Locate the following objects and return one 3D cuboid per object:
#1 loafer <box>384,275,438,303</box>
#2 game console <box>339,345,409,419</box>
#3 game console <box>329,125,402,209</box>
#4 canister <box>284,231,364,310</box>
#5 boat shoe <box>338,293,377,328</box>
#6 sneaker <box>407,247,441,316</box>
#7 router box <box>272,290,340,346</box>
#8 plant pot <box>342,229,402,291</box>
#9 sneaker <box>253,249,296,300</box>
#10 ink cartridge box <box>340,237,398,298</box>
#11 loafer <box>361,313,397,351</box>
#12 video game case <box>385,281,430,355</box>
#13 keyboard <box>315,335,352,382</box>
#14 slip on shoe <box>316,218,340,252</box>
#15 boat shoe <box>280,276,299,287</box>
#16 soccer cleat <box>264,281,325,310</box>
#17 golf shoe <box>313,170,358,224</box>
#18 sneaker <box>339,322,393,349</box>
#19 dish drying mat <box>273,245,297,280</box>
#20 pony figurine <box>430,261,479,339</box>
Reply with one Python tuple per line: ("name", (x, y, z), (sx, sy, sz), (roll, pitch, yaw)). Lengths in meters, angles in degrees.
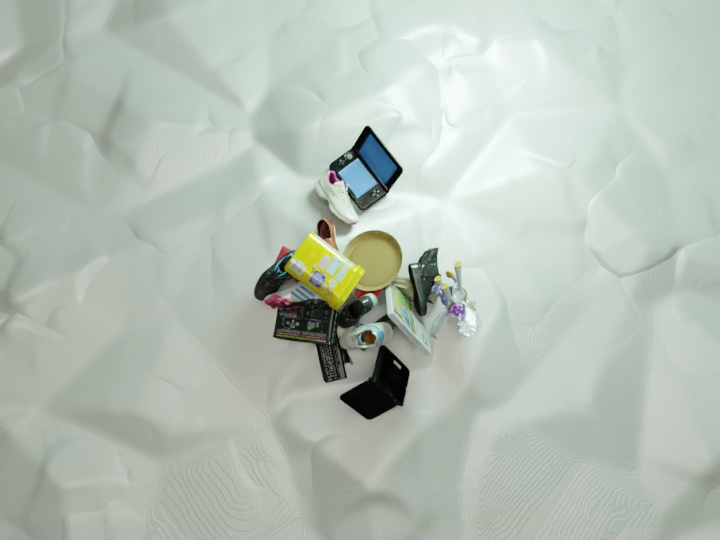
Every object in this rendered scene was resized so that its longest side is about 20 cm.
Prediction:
("loafer", (0.160, 0.064, 1.747), (0.198, 0.076, 0.069), (8, 74, 2))
("game console", (0.048, 0.342, 1.653), (0.115, 0.200, 0.177), (-2, 57, 32))
("game console", (0.014, -0.336, 1.798), (0.175, 0.116, 0.201), (-36, 80, -6))
("canister", (-0.108, -0.002, 1.617), (0.199, 0.087, 0.149), (37, 69, -6))
("boat shoe", (-0.024, 0.128, 1.685), (0.056, 0.200, 0.069), (-18, 74, -41))
("sneaker", (0.210, 0.034, 1.694), (0.103, 0.060, 0.202), (-12, 89, -14))
("router box", (-0.167, 0.152, 1.722), (0.198, 0.062, 0.152), (5, 78, 17))
("plant pot", (0.037, -0.029, 1.702), (0.198, 0.027, 0.202), (-5, 70, 15))
("sneaker", (-0.265, 0.012, 1.685), (0.073, 0.082, 0.200), (42, 97, 3))
("ink cartridge box", (0.000, 0.000, 1.731), (0.199, 0.047, 0.161), (26, 79, 40))
("loafer", (0.060, 0.193, 1.703), (0.199, 0.076, 0.068), (-29, 98, 34))
("video game case", (0.140, 0.140, 1.645), (0.023, 0.201, 0.182), (-37, 111, 17))
("keyboard", (-0.090, 0.248, 1.737), (0.103, 0.040, 0.202), (-14, 80, 0))
("slip on shoe", (-0.107, -0.078, 1.766), (0.073, 0.061, 0.202), (-19, 66, 22))
("boat shoe", (-0.210, 0.013, 1.767), (0.201, 0.075, 0.087), (-30, 80, -1))
("soccer cleat", (-0.199, 0.074, 1.687), (0.198, 0.070, 0.087), (-2, 64, 12))
("golf shoe", (-0.069, -0.240, 1.796), (0.200, 0.075, 0.092), (49, 125, 8))
("sneaker", (0.002, 0.200, 1.643), (0.199, 0.080, 0.077), (-20, 86, 41))
("dish drying mat", (-0.175, 0.002, 1.725), (0.199, 0.018, 0.077), (28, 95, 5))
("pony figurine", (0.291, 0.104, 1.674), (0.194, 0.165, 0.201), (-53, 126, -35))
